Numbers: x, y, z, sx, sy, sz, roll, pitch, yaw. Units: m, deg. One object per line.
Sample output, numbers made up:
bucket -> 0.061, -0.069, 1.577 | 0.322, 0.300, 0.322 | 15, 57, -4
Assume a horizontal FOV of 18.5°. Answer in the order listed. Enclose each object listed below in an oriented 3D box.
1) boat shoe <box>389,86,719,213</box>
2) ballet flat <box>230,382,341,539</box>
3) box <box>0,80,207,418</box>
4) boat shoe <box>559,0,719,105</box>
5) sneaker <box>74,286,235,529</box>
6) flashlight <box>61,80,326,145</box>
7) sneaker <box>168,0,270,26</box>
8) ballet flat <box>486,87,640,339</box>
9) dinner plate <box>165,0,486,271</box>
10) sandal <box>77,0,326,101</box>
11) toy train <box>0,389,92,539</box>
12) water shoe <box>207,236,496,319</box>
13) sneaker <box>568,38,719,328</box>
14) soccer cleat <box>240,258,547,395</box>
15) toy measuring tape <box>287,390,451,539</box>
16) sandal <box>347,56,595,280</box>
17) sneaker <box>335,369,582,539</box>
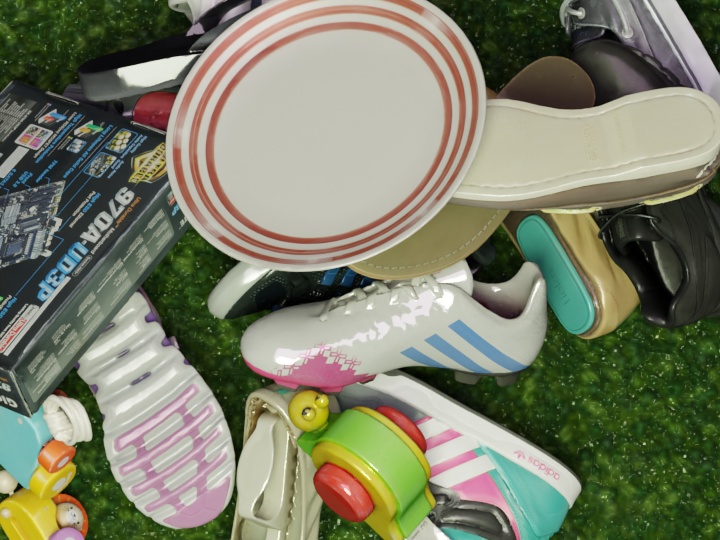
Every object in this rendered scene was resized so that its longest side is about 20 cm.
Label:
boat shoe -> 0.119, -0.066, 1.335 | 0.200, 0.060, 0.072 | -7, 61, 3
ballet flat -> -0.059, 0.165, 1.389 | 0.069, 0.069, 0.200 | 7, 96, 0
box -> -0.208, -0.019, 1.358 | 0.159, 0.046, 0.200 | 19, 57, 29
boat shoe -> 0.167, -0.174, 1.482 | 0.068, 0.072, 0.200 | -32, 89, -8
sneaker -> -0.141, 0.070, 1.421 | 0.080, 0.088, 0.200 | -29, 91, 1
flashlight -> -0.102, -0.091, 1.421 | 0.200, 0.068, 0.068 | 8, 78, 26
sneaker -> -0.097, -0.226, 1.483 | 0.080, 0.076, 0.200 | -5, 79, 4
ballet flat -> 0.120, -0.048, 1.467 | 0.063, 0.069, 0.200 | -25, 83, -34
dinner plate -> -0.020, -0.085, 1.328 | 0.200, 0.024, 0.200 | -7, 61, 12
sandal -> -0.082, -0.151, 1.403 | 0.200, 0.076, 0.043 | -15, 107, -9
toy train -> -0.168, 0.149, 1.377 | 0.056, 0.150, 0.200 | -34, 119, -40
water shoe -> 0.000, 0.000, 1.423 | 0.200, 0.072, 0.079 | -24, 81, -21
sneaker -> 0.183, -0.055, 1.425 | 0.076, 0.091, 0.200 | -26, 90, 39
soccer cleat -> 0.024, 0.025, 1.373 | 0.200, 0.086, 0.070 | -1, 34, -21
toy measuring tape -> 0.034, 0.143, 1.331 | 0.200, 0.074, 0.074 | 43, 82, 2
sandal -> 0.062, -0.052, 1.393 | 0.212, 0.070, 0.078 | -40, 84, -23
sneaker -> 0.029, 0.142, 1.415 | 0.200, 0.084, 0.121 | 28, 71, 3
